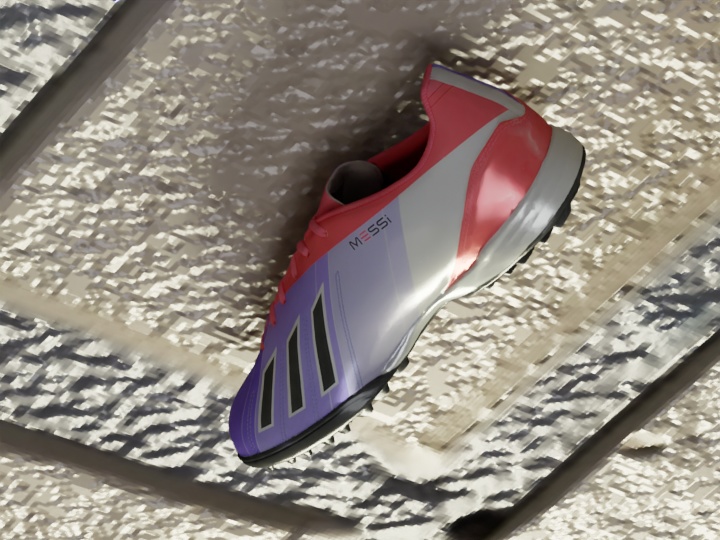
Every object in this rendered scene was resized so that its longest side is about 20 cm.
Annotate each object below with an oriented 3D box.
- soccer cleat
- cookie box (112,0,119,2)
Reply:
[{"bbox_3d":[0.000,0.000,0.995,0.073,0.068,0.200,36,125,-14],"label":"soccer cleat"},{"bbox_3d":[-0.065,-0.195,0.744,0.171,0.075,0.200,-29,136,14],"label":"cookie box"}]
